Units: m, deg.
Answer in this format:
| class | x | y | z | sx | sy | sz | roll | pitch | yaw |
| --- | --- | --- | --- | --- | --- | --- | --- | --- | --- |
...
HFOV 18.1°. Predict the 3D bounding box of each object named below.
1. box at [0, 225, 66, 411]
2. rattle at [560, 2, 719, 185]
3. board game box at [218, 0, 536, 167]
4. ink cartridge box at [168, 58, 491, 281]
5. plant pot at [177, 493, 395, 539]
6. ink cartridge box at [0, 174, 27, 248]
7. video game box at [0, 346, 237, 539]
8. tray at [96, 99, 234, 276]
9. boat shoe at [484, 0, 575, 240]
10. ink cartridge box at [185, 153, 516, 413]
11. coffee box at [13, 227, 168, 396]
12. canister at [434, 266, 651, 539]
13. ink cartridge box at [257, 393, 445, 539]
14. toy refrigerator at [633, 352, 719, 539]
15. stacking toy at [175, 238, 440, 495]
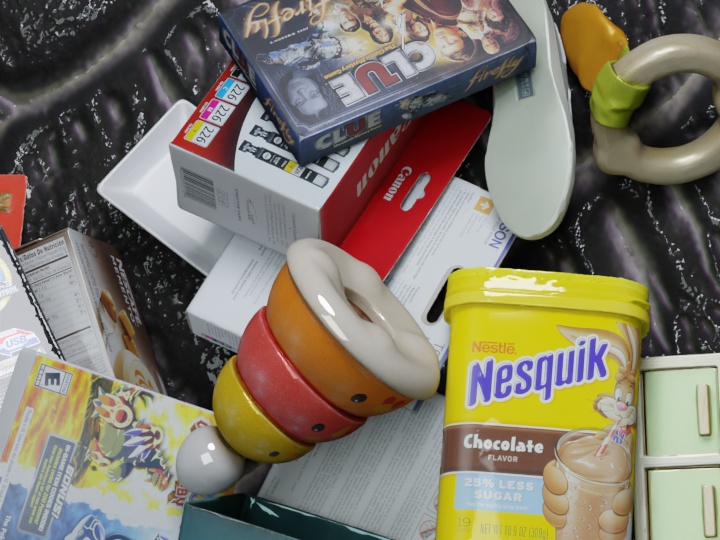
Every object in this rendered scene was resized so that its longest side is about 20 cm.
| class | x | y | z | sx | sy | sz | roll | pitch | yaw |
| --- | --- | --- | --- | --- | --- | --- | --- | --- | --- |
| box | -0.323 | 0.075 | 1.659 | 0.199 | 0.044 | 0.161 | -21 | 75 | -22 |
| rattle | 0.264 | -0.143 | 1.715 | 0.199 | 0.143 | 0.131 | -10 | 112 | -2 |
| board game box | 0.013 | -0.171 | 1.681 | 0.199 | 0.035 | 0.136 | -24 | 60 | -16 |
| ink cartridge box | -0.017 | -0.108 | 1.711 | 0.175 | 0.084 | 0.200 | 24 | 60 | 17 |
| plant pot | -0.064 | 0.277 | 1.602 | 0.141 | 0.141 | 0.201 | 15 | 92 | 15 |
| ink cartridge box | -0.360 | 0.017 | 1.843 | 0.162 | 0.057 | 0.201 | 3 | 87 | 15 |
| video game box | -0.190 | 0.179 | 1.642 | 0.181 | 0.047 | 0.201 | 20 | 85 | -26 |
| tray | -0.101 | -0.041 | 1.785 | 0.200 | 0.022 | 0.107 | 37 | 71 | 17 |
| boat shoe | 0.135 | -0.116 | 1.721 | 0.070 | 0.071 | 0.202 | -10 | 72 | 21 |
| ink cartridge box | 0.000 | 0.000 | 1.720 | 0.199 | 0.043 | 0.197 | 24 | 65 | 16 |
| coffee box | -0.210 | 0.080 | 1.760 | 0.079 | 0.114 | 0.201 | -22 | 76 | 11 |
| canister | 0.127 | 0.108 | 1.605 | 0.148 | 0.087 | 0.201 | 4 | 74 | 2 |
| ink cartridge box | 0.031 | 0.170 | 1.703 | 0.199 | 0.057 | 0.163 | 27 | 89 | 18 |
| toy refrigerator | 0.239 | 0.164 | 1.654 | 0.075 | 0.070 | 0.201 | -3 | 80 | 14 |
| stacking toy | -0.054 | 0.089 | 1.613 | 0.200 | 0.146 | 0.146 | -44 | 74 | 15 |
